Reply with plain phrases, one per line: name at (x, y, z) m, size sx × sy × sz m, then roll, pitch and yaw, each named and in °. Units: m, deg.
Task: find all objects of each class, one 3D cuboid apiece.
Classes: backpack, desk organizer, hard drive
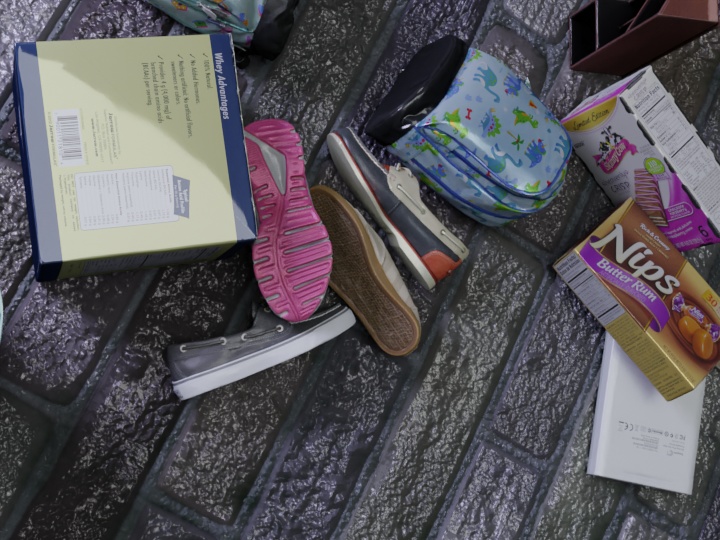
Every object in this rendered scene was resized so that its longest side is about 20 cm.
backpack at (-0.149, -0.318, 1.085) m, size 0.198 × 0.126 × 0.169 m, roll 20°, pitch 81°, yaw -13°
desk organizer at (0.311, -0.279, 1.203) m, size 0.076 × 0.200 × 0.073 m, roll 2°, pitch 83°, yaw -17°
backpack at (0.129, -0.140, 1.163) m, size 0.201 × 0.153 × 0.164 m, roll 51°, pitch 54°, yaw -21°
hard drive at (0.335, 0.146, 1.251) m, size 0.130 × 0.026 × 0.203 m, roll 14°, pitch 79°, yaw -17°

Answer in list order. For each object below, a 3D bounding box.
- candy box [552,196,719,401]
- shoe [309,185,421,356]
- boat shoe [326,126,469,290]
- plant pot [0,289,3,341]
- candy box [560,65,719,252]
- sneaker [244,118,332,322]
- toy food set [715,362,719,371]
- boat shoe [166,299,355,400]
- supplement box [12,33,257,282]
candy box at (0.325, 0.030, 1.218) m, size 0.116 × 0.056 × 0.201 m, roll -37°, pitch 85°, yaw -29°
shoe at (0.000, 0.000, 1.142) m, size 0.069 × 0.053 × 0.202 m, roll -32°, pitch 87°, yaw 18°
boat shoe at (0.039, -0.074, 1.147) m, size 0.062 × 0.071 × 0.201 m, roll -38°, pitch 102°, yaw -6°
plant pot at (-0.407, 0.045, 0.917) m, size 0.197 × 0.188 × 0.203 m, roll 2°, pitch 83°, yaw -19°
candy box at (0.329, -0.117, 1.222) m, size 0.061 × 0.136 × 0.201 m, roll -39°, pitch 96°, yaw -20°
sneaker at (-0.076, -0.045, 1.091) m, size 0.080 × 0.088 × 0.203 m, roll -7°, pitch 78°, yaw -6°
toy food set at (0.523, 0.096, 1.305) m, size 0.199 × 0.060 × 0.144 m, roll 38°, pitch 73°, yaw -11°
boat shoe at (-0.102, 0.064, 1.090) m, size 0.198 × 0.070 × 0.067 m, roll -22°, pitch 92°, yaw -13°
supplement box at (-0.218, -0.106, 1.030) m, size 0.197 × 0.134 × 0.203 m, roll -7°, pitch 86°, yaw -20°
